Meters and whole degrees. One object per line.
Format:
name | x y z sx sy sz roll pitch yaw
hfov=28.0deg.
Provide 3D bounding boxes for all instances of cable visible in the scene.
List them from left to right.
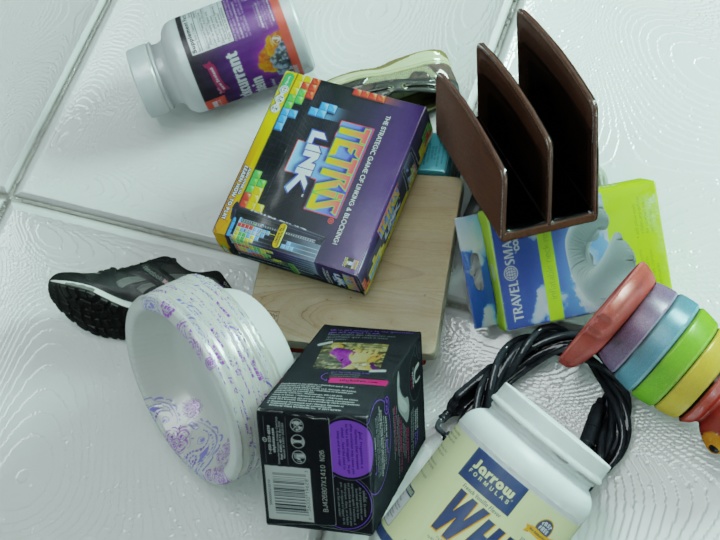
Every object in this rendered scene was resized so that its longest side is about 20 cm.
cable | 0.183 0.143 1.408 0.200 0.051 0.163 -36 61 -10

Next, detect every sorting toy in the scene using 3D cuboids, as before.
sorting toy | 0.000 0.000 1.508 0.199 0.070 0.200 5 65 14

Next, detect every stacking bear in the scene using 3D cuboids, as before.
stacking bear | 0.308 0.096 1.363 0.200 0.122 0.114 41 63 7

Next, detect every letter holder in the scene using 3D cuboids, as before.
letter holder | 0.149 -0.150 1.404 0.100 0.143 0.200 -13 40 -10

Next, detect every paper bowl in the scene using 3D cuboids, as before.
paper bowl | -0.137 0.099 1.415 0.104 0.201 0.201 -27 58 -29

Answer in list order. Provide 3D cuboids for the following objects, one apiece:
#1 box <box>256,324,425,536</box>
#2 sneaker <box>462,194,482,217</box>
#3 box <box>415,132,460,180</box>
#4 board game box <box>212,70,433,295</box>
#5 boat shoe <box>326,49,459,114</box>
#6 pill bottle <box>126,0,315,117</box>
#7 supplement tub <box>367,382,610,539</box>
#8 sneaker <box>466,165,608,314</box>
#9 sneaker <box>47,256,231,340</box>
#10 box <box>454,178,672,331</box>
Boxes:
box | -0.013 0.144 1.348 0.105 0.123 0.200 3 20 16
sneaker | 0.145 -0.116 1.547 0.088 0.074 0.200 22 60 24
box | 0.004 -0.113 1.564 0.199 0.082 0.049 5 64 14
board game box | -0.037 -0.093 1.486 0.164 0.057 0.201 15 70 19
boat shoe | 0.016 -0.183 1.606 0.200 0.072 0.066 -22 55 -6
pill bottle | -0.161 -0.248 1.653 0.199 0.112 0.112 -20 60 0
supplement tub | 0.117 0.217 1.303 0.145 0.145 0.200 39 92 26
sneaker | 0.179 -0.031 1.504 0.074 0.082 0.200 42 90 -15
sneaker | -0.235 0.025 1.556 0.199 0.076 0.088 12 50 13
box | 0.203 -0.015 1.442 0.199 0.048 0.123 -12 96 -6
